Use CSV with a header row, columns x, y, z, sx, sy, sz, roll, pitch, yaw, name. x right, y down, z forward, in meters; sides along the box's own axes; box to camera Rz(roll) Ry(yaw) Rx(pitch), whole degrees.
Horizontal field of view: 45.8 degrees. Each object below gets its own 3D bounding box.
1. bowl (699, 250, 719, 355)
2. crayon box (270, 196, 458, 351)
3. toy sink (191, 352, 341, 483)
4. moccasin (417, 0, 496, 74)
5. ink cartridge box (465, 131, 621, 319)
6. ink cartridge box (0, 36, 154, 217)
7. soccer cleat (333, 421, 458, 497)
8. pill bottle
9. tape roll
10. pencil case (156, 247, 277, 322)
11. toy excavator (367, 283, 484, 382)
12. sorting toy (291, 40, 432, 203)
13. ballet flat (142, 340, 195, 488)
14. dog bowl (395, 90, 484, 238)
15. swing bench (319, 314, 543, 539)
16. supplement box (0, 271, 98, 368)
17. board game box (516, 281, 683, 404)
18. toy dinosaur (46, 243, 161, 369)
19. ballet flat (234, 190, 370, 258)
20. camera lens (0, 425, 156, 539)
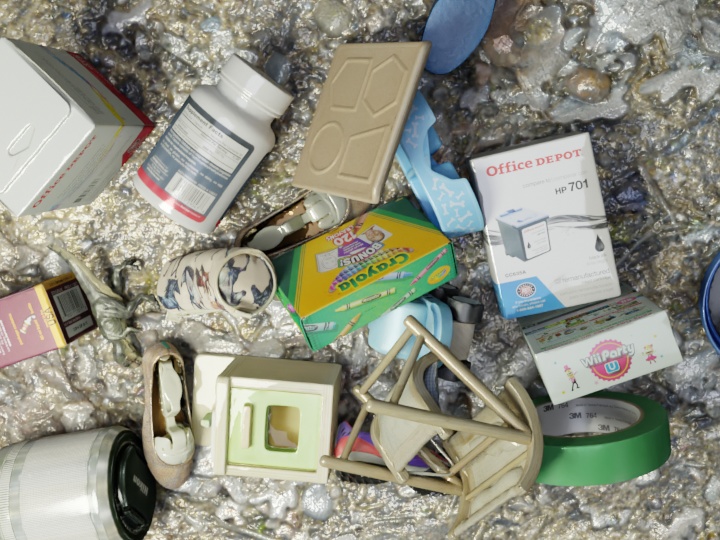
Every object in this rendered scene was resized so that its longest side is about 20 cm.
x,y,z,sx,sy,sz,roll,pitch,yaw,name
0.521,0.037,1.055,0.200,0.039,0.201,1,99,5,bowl
0.000,0.000,1.017,0.200,0.119,0.058,-27,132,-12,crayon box
-0.131,0.187,1.096,0.199,0.112,0.131,5,99,4,toy sink
0.132,-0.327,1.020,0.080,0.068,0.200,27,101,-7,moccasin
0.222,-0.056,1.044,0.146,0.086,0.201,-13,98,7,ink cartridge box
-0.371,-0.169,1.017,0.145,0.200,0.145,44,99,-3,ink cartridge box
0.059,0.243,1.106,0.199,0.073,0.068,13,136,-19,soccer cleat
-0.175,-0.157,1.044,0.119,0.120,0.200,37,99,-1,pill bottle
0.264,0.196,1.019,0.200,0.200,0.048,-7,98,6,tape roll
-0.178,0.019,1.037,0.078,0.200,0.090,7,83,-34,pencil case
0.025,0.056,1.061,0.199,0.194,0.100,8,101,-25,toy excavator
0.001,-0.174,0.991,0.036,0.200,0.186,19,89,-34,sorting toy
-0.251,0.193,1.116,0.068,0.067,0.201,-11,95,-30,ballet flat
0.080,-0.127,1.022,0.049,0.111,0.200,-27,91,-2,dog bowl
0.086,0.189,0.981,0.200,0.130,0.199,29,143,-2,swing bench
-0.462,0.078,1.108,0.199,0.110,0.086,-19,96,8,supplement box
0.271,0.078,1.001,0.147,0.200,0.064,-20,96,8,board game box
-0.318,0.036,1.113,0.088,0.047,0.200,-29,106,-10,toy dinosaur
-0.071,-0.061,1.068,0.200,0.067,0.068,-30,91,8,ballet flat
-0.379,0.293,1.108,0.199,0.160,0.161,-10,98,6,camera lens
